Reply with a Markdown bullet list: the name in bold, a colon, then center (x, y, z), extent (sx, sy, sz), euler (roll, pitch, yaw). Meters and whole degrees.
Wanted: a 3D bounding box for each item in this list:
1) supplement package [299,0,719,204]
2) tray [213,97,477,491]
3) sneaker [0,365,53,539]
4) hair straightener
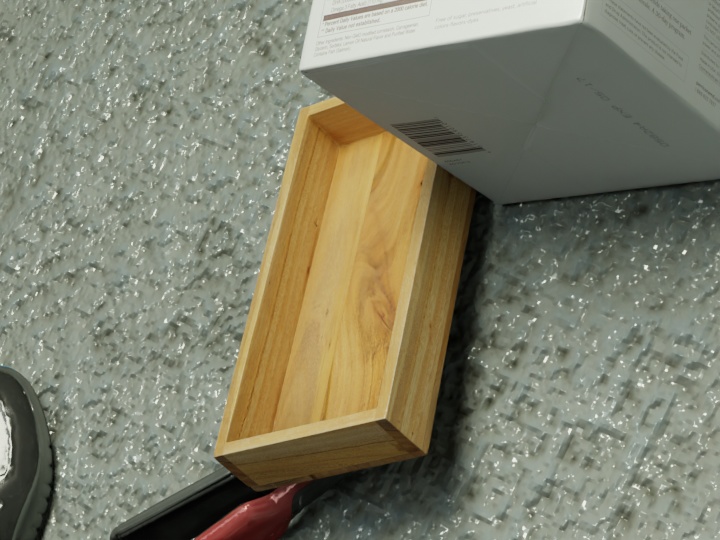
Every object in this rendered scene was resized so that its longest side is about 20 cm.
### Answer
- **supplement package**: center (0.091, -0.155, 0.923), extent (0.150, 0.151, 0.202), euler (-5, 66, 40)
- **tray**: center (0.000, 0.000, 0.981), extent (0.098, 0.037, 0.201), euler (-15, 48, 35)
- **sneaker**: center (-0.217, 0.139, 1.097), extent (0.073, 0.082, 0.202), euler (-8, 63, 40)
- **hair straightener**: center (-0.042, 0.080, 1.001), extent (0.200, 0.041, 0.077), euler (-40, 49, 19)
